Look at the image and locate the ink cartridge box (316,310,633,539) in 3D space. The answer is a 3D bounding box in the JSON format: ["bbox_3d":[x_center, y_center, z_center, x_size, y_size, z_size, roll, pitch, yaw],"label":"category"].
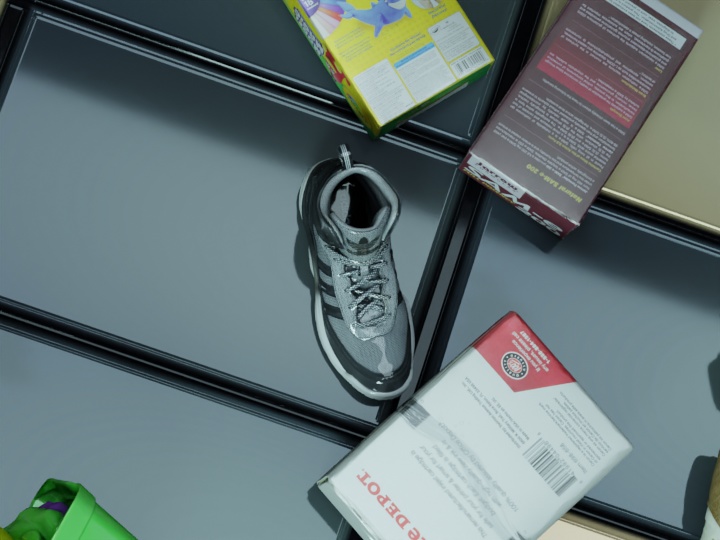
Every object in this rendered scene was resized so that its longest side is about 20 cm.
[{"bbox_3d":[0.086,0.153,1.594,0.200,0.084,0.144,-40,87,-13],"label":"ink cartridge box"}]

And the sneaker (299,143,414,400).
[{"bbox_3d":[0.000,0.000,1.596,0.075,0.114,0.200,-13,81,-9],"label":"sneaker"}]

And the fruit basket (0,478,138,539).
[{"bbox_3d":[-0.271,0.238,1.496,0.215,0.155,0.216,1,86,-20],"label":"fruit basket"}]

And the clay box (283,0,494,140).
[{"bbox_3d":[0.007,-0.221,1.673,0.115,0.048,0.200,-31,83,-11],"label":"clay box"}]

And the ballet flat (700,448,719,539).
[{"bbox_3d":[0.310,0.242,1.623,0.072,0.068,0.200,-28,88,8],"label":"ballet flat"}]

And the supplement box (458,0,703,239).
[{"bbox_3d":[0.180,-0.139,1.672,0.109,0.061,0.200,34,76,1],"label":"supplement box"}]
